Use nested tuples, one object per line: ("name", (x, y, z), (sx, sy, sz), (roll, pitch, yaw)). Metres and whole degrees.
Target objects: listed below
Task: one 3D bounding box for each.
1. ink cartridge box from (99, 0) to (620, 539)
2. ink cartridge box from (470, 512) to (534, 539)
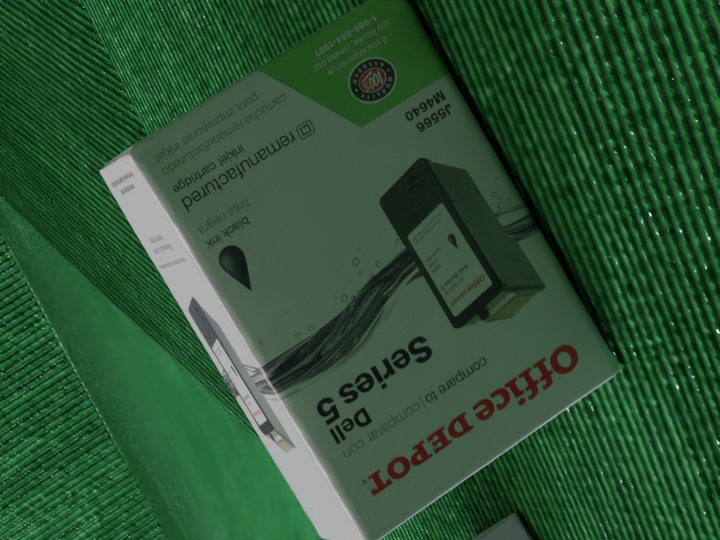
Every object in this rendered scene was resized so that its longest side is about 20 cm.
("ink cartridge box", (0.000, 0.000, 1.040), (0.201, 0.145, 0.084), (58, 165, -5))
("ink cartridge box", (0.022, 0.239, 1.375), (0.086, 0.199, 0.148), (55, 167, 10))
